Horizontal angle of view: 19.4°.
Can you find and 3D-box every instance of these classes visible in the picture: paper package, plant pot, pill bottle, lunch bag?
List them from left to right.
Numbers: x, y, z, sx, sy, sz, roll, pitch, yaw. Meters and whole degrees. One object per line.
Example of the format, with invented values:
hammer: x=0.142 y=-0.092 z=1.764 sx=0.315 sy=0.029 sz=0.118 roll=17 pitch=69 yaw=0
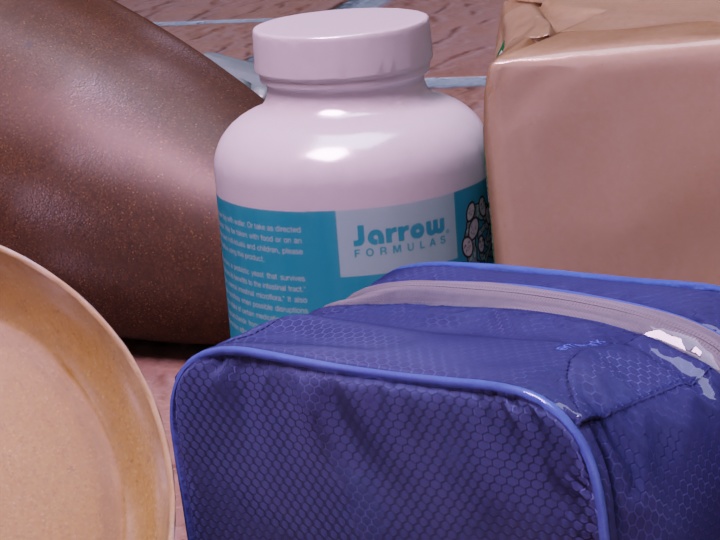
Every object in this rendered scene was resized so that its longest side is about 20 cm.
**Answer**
plant pot: x=-0.159 y=0.081 z=0.679 sx=0.199 sy=0.201 sz=0.028 roll=-6 pitch=-19 yaw=-5
plant pot: x=-0.105 y=-0.038 z=1.103 sx=0.199 sy=0.188 sz=0.187 roll=21 pitch=27 yaw=28
pill bottle: x=0.000 y=0.000 z=0.839 sx=0.110 sy=0.201 sz=0.111 roll=-5 pitch=16 yaw=1
lunch bag: x=0.041 y=0.074 z=0.682 sx=0.199 sy=0.137 sz=0.132 roll=7 pitch=19 yaw=41
paper package: x=0.147 y=-0.005 z=0.805 sx=0.190 sy=0.201 sz=0.104 roll=-4 pitch=20 yaw=7

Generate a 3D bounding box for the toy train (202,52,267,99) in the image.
toy train: x=-0.044 y=-0.071 z=1.218 sx=0.200 sy=0.114 sz=0.085 roll=22 pitch=66 yaw=43
